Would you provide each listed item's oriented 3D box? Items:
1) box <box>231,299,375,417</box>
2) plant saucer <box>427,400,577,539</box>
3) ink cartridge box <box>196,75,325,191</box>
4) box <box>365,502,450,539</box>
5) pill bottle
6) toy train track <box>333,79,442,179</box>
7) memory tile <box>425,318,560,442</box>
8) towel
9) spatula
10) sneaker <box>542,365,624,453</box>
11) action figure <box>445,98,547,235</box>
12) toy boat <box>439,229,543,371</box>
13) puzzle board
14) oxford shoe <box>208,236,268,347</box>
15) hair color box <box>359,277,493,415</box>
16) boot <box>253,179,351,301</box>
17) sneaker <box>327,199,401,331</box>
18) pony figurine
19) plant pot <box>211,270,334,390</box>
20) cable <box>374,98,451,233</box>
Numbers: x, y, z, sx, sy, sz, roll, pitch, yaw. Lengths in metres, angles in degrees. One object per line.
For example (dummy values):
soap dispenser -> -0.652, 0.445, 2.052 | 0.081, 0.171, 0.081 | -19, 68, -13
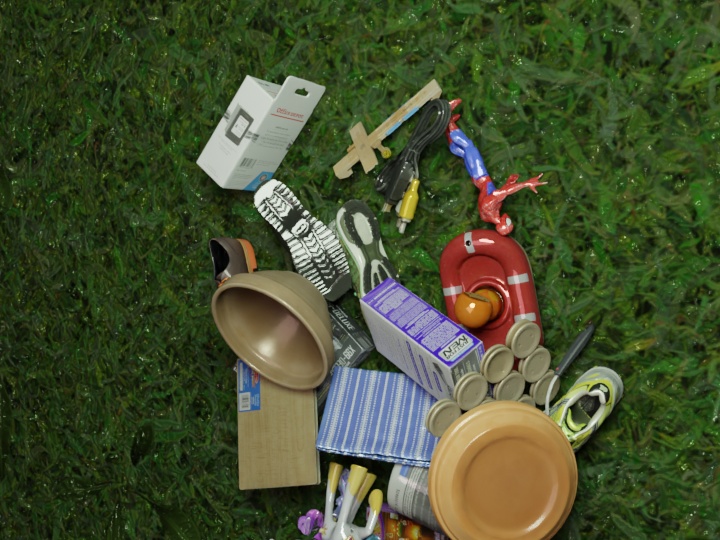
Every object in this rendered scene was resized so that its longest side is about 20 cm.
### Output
box -> -0.092, 0.136, 1.356 | 0.158, 0.050, 0.201 | 44, 111, 19
plant saucer -> 0.184, 0.268, 1.091 | 0.196, 0.037, 0.204 | -1, 93, -8
ink cartridge box -> -0.152, -0.224, 1.336 | 0.067, 0.115, 0.201 | 42, 109, 20
box -> 0.072, 0.459, 1.290 | 0.135, 0.039, 0.204 | 3, 93, 28
pill bottle -> 0.146, 0.319, 1.203 | 0.198, 0.113, 0.116 | 20, 101, 26
toy train track -> 0.044, -0.201, 1.276 | 0.199, 0.032, 0.116 | -39, 39, 18
memory tile -> 0.176, 0.171, 1.135 | 0.199, 0.154, 0.017 | -41, 38, -12
towel -> 0.043, 0.203, 1.227 | 0.196, 0.146, 0.024 | 5, 139, 11
spatula -> 0.258, 0.156, 1.152 | 0.020, 0.057, 0.202 | 31, 85, -1
sneaker -> 0.268, 0.210, 1.156 | 0.075, 0.076, 0.202 | 39, 111, 19
action figure -> 0.184, -0.145, 1.188 | 0.097, 0.065, 0.203 | -18, 70, 0
toy boat -> 0.166, 0.045, 1.172 | 0.129, 0.130, 0.204 | -12, 87, 27
puzzle board -> -0.126, 0.225, 1.318 | 0.149, 0.017, 0.204 | -12, 73, 32
oxford shoe -> -0.196, 0.037, 1.365 | 0.071, 0.072, 0.202 | -39, 57, 30
hair color box -> 0.090, 0.104, 1.188 | 0.064, 0.110, 0.199 | -34, 42, -17
boot -> -0.084, -0.045, 1.318 | 0.077, 0.138, 0.202 | -33, 89, -5
sneaker -> 0.000, 0.000, 1.305 | 0.088, 0.076, 0.203 | -22, 81, 54
pony figurine -> -0.038, 0.384, 1.246 | 0.164, 0.193, 0.203 | 22, 74, -16
plant pot -> -0.110, 0.069, 1.251 | 0.199, 0.093, 0.203 | 23, 140, 21
cable -> 0.078, -0.159, 1.242 | 0.202, 0.050, 0.097 | -63, 33, 23
